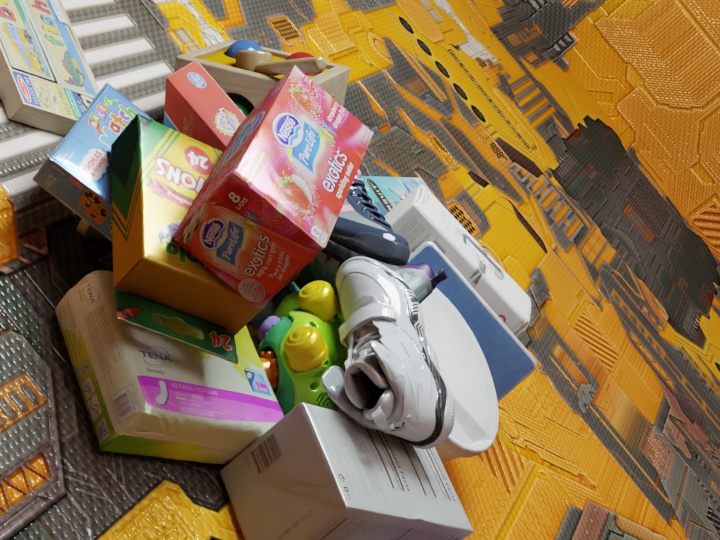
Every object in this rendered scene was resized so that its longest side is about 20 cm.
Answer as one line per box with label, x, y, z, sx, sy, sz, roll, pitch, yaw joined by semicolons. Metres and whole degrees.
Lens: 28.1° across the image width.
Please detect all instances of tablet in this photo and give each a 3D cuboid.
tablet;0.096;0.079;1.660;0.200;0.130;0.014;48;6;-11

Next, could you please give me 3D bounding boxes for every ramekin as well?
ramekin;0.057;0.118;1.545;0.202;0.094;0.204;43;31;-34

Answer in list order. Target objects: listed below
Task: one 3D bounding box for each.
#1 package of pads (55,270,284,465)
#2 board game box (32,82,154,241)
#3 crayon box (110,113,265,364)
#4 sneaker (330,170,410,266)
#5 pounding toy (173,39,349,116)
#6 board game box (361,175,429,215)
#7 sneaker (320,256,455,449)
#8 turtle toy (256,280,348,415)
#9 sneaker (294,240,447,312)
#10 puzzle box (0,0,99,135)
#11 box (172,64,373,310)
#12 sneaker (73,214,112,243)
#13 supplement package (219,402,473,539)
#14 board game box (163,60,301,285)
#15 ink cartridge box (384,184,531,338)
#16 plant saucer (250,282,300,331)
package of pads;-0.163;0.087;1.263;0.199;0.068;0.155;18;39;-52
board game box;-0.185;-0.067;1.315;0.200;0.037;0.152;40;32;-13
crayon box;-0.148;-0.029;1.237;0.126;0.051;0.202;22;42;-34
sneaker;-0.015;-0.069;1.456;0.199;0.083;0.070;28;-2;41
pounding toy;-0.104;-0.196;1.592;0.182;0.144;0.200;15;19;13
board game box;0.063;-0.051;1.898;0.152;0.047;0.199;56;24;14
sneaker;0.011;0.067;1.316;0.115;0.075;0.201;18;43;-56
turtle toy;-0.051;0.090;1.408;0.201;0.100;0.147;-78;148;-56
sneaker;0.000;0.000;1.502;0.199;0.087;0.075;29;-36;42
puzzle box;-0.332;-0.222;1.468;0.132;0.025;0.201;13;43;-54
box;-0.071;-0.075;1.238;0.099;0.095;0.201;39;34;-12
sneaker;-0.183;-0.026;1.385;0.121;0.084;0.200;46;21;14
supplement package;-0.010;0.209;1.301;0.199;0.114;0.110;22;35;-50
board game box;-0.128;-0.093;1.470;0.040;0.154;0.200;-33;70;-25
ink cartridge box;0.086;0.023;1.706;0.200;0.145;0.085;46;21;-10
plant saucer;-0.069;0.028;1.572;0.200;0.027;0.201;41;25;-23
